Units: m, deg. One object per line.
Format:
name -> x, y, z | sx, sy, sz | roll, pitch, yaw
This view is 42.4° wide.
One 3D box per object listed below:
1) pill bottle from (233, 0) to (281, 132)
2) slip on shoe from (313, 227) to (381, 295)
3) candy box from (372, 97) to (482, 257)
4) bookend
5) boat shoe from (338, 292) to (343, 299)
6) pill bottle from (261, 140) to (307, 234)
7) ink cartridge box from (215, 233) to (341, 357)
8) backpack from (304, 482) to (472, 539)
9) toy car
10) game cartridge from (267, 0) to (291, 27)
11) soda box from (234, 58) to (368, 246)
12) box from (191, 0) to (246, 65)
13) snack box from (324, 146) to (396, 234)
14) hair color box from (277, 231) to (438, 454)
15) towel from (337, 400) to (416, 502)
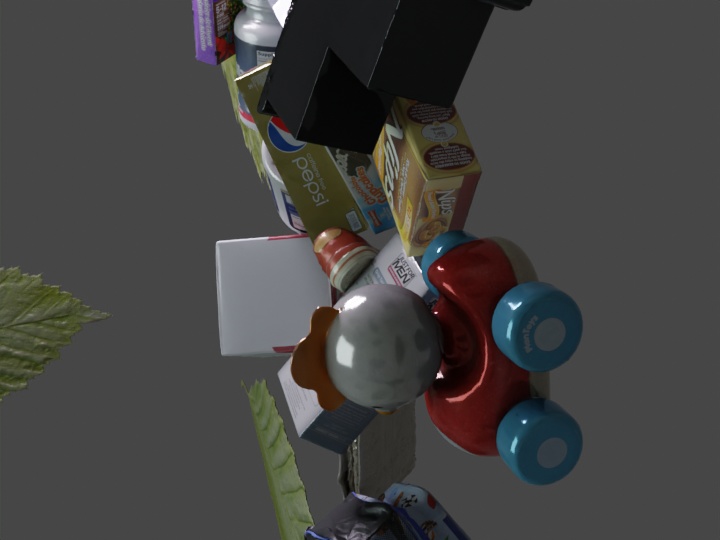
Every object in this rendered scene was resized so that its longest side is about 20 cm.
pill bottle -> -0.111, -0.298, 1.255 | 0.120, 0.119, 0.201 | -117, 23, -51
slip on shoe -> 0.000, 0.000, 1.005 | 0.061, 0.074, 0.200 | 48, -177, 20
candy box -> 0.047, -0.128, 0.864 | 0.116, 0.055, 0.201 | 100, 158, -56
bookend -> 0.013, -0.169, 0.739 | 0.200, 0.091, 0.200 | 56, 131, 49
boat shoe -> 0.008, 0.117, 1.165 | 0.074, 0.065, 0.202 | -163, 65, -74
pill bottle -> -0.057, -0.109, 1.150 | 0.200, 0.110, 0.112 | 85, 171, -71
ink cartridge box -> -0.093, 0.038, 1.221 | 0.200, 0.144, 0.146 | 34, -128, -81
backpack -> 0.044, 0.317, 0.941 | 0.191, 0.153, 0.200 | 58, 168, 1
toy car -> 0.042, 0.072, 0.723 | 0.184, 0.198, 0.178 | -133, 36, -66
game cartridge -> -0.054, -0.263, 1.094 | 0.133, 0.041, 0.201 | 55, -174, -42
soda box -> -0.058, -0.129, 0.992 | 0.068, 0.064, 0.201 | -77, -36, -71
box -> -0.158, -0.386, 1.282 | 0.039, 0.200, 0.138 | 20, 133, 22
snack box -> -0.016, -0.145, 0.954 | 0.117, 0.037, 0.200 | -102, -14, -46
hair color box -> 0.009, 0.072, 0.913 | 0.200, 0.060, 0.099 | -50, 35, 16
towel -> 0.022, 0.182, 1.055 | 0.034, 0.132, 0.201 | 17, 124, 27
